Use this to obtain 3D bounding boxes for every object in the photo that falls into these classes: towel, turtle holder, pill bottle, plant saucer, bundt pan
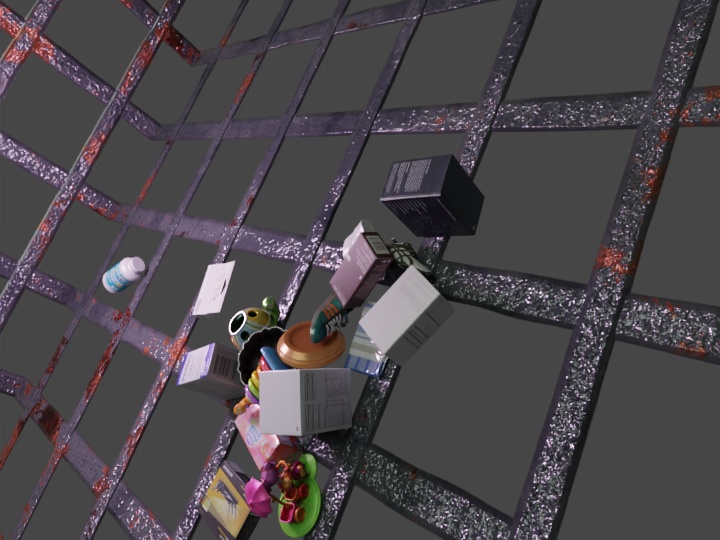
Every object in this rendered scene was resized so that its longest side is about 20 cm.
[{"bbox_3d":[0.034,0.182,1.533,0.144,0.024,0.205,6,70,44],"label":"towel"},{"bbox_3d":[-0.329,0.182,1.776,0.182,0.131,0.144,-26,49,27],"label":"turtle holder"},{"bbox_3d":[-1.063,0.015,2.547,0.197,0.110,0.113,-30,48,25],"label":"pill bottle"},{"bbox_3d":[-0.137,0.198,1.573,0.193,0.039,0.202,-2,29,1],"label":"plant saucer"},{"bbox_3d":[-0.259,0.274,1.660,0.195,0.076,0.208,-3,66,7],"label":"bundt pan"}]

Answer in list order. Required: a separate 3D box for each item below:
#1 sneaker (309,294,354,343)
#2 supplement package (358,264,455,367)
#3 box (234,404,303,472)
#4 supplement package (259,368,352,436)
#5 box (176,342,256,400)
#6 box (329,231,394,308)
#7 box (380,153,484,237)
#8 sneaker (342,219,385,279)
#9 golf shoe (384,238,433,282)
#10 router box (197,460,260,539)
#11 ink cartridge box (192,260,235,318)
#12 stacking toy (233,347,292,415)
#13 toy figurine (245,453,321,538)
[{"bbox_3d":[-0.077,0.135,1.571,0.078,0.073,0.201,11,34,16],"label":"sneaker"},{"bbox_3d":[0.117,0.115,1.412,0.200,0.120,0.122,-46,53,4],"label":"supplement package"},{"bbox_3d":[-0.256,0.459,1.564,0.095,0.102,0.200,-51,44,3],"label":"box"},{"bbox_3d":[-0.138,0.330,1.439,0.149,0.198,0.156,-10,78,36],"label":"supplement package"},{"bbox_3d":[-0.431,0.314,1.728,0.197,0.182,0.108,-21,51,42],"label":"box"},{"bbox_3d":[0.000,0.000,1.560,0.101,0.073,0.202,56,131,31],"label":"box"},{"bbox_3d":[0.192,-0.190,1.491,0.193,0.199,0.127,4,66,42],"label":"box"},{"bbox_3d":[0.008,-0.035,1.667,0.115,0.072,0.205,-42,48,36],"label":"sneaker"},{"bbox_3d":[0.130,-0.034,1.542,0.197,0.078,0.095,27,71,37],"label":"golf shoe"},{"bbox_3d":[-0.357,0.655,1.569,0.198,0.052,0.160,22,80,47],"label":"router box"},{"bbox_3d":[-0.528,0.073,2.084,0.173,0.044,0.206,-7,61,40],"label":"ink cartridge box"},{"bbox_3d":[-0.278,0.324,1.550,0.200,0.116,0.110,-46,52,2],"label":"stacking toy"},{"bbox_3d":[-0.202,0.542,1.405,0.147,0.183,0.205,-9,58,36],"label":"toy figurine"}]
